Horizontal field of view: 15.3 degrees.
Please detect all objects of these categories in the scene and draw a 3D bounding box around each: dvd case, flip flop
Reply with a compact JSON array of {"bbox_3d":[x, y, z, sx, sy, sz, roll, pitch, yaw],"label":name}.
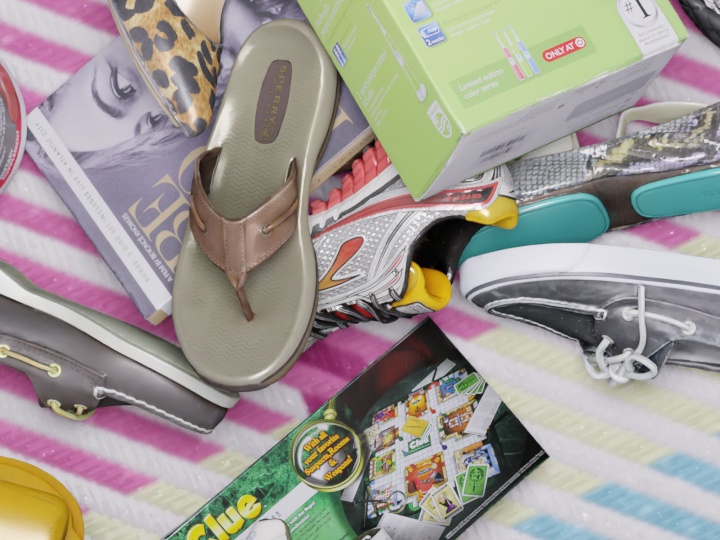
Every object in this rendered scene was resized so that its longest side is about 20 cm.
[{"bbox_3d":[-0.076,-0.088,1.445,0.200,0.016,0.149,-40,63,6],"label":"dvd case"},{"bbox_3d":[-0.056,-0.037,1.381,0.081,0.058,0.201,8,79,20],"label":"flip flop"}]

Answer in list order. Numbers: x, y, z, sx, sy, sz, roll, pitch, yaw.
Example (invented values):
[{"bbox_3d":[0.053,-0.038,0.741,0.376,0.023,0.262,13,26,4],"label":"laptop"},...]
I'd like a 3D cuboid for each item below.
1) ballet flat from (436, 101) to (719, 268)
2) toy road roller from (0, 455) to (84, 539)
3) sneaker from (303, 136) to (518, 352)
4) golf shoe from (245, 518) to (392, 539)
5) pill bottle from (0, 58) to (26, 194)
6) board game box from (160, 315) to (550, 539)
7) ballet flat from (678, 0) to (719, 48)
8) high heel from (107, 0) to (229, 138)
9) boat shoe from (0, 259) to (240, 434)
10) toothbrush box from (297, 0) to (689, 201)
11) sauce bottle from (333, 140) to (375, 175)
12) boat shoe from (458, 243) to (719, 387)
[{"bbox_3d":[0.135,-0.053,1.467,0.200,0.072,0.072,-13,89,7],"label":"ballet flat"},{"bbox_3d":[-0.209,0.188,1.392,0.122,0.146,0.200,14,58,1],"label":"toy road roller"},{"bbox_3d":[0.000,0.000,1.427,0.200,0.078,0.082,-43,67,22],"label":"sneaker"},{"bbox_3d":[0.022,0.183,1.383,0.199,0.078,0.098,17,73,-25],"label":"golf shoe"},{"bbox_3d":[-0.251,-0.079,1.388,0.110,0.200,0.111,0,90,9],"label":"pill bottle"},{"bbox_3d":[-0.002,0.124,1.441,0.200,0.023,0.105,-39,88,-23],"label":"board game box"},{"bbox_3d":[0.170,-0.203,1.470,0.066,0.057,0.200,-40,89,-2],"label":"ballet flat"},{"bbox_3d":[-0.064,-0.174,1.420,0.142,0.071,0.200,-24,58,15],"label":"high heel"},{"bbox_3d":[-0.164,0.045,1.459,0.201,0.072,0.061,26,93,7],"label":"boat shoe"},{"bbox_3d":[0.050,-0.159,1.379,0.145,0.086,0.200,-25,77,-25],"label":"toothbrush box"},{"bbox_3d":[-0.003,-0.099,1.463,0.200,0.066,0.066,-42,89,-2],"label":"sauce bottle"},{"bbox_3d":[0.151,0.030,1.456,0.199,0.074,0.068,7,74,-9],"label":"boat shoe"}]
